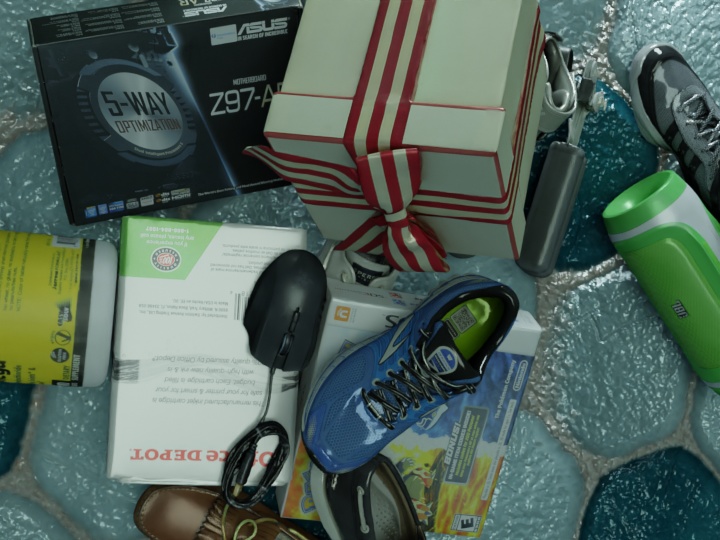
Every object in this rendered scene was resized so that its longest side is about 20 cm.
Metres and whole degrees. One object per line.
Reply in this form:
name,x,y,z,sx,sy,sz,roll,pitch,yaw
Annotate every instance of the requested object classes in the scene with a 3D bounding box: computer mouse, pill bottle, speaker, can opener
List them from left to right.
pill bottle,-0.286,0.025,0.813,0.198,0.112,0.114,5,90,-14
computer mouse,-0.066,0.082,0.823,0.058,0.034,0.202,13,87,-19
can opener,0.170,-0.095,0.964,0.066,0.053,0.202,12,86,20
speaker,0.300,0.013,0.974,0.088,0.088,0.201,-37,99,-11

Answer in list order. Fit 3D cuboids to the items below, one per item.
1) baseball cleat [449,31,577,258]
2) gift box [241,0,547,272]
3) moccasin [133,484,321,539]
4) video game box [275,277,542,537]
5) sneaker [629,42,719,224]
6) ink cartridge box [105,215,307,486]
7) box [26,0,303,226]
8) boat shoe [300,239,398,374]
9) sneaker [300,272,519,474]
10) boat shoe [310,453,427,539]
baseball cleat,0.121,-0.106,0.914,0.069,0.106,0.202,12,90,-33
gift box,0.030,-0.108,0.804,0.198,0.185,0.188,4,66,21
moccasin,-0.090,0.231,0.884,0.201,0.078,0.074,34,85,-12
video game box,0.037,0.118,0.901,0.180,0.047,0.202,9,108,-12
sneaker,0.316,-0.115,0.960,0.075,0.114,0.201,-29,98,-12
ink cartridge box,-0.124,0.063,0.868,0.144,0.084,0.202,4,89,-14
box,-0.140,-0.127,0.837,0.198,0.044,0.161,-12,132,-14
boat shoe,0.000,0.000,0.908,0.072,0.066,0.201,27,85,-13
sneaker,0.038,0.070,0.797,0.200,0.089,0.079,-43,95,-14
boat shoe,0.025,0.224,0.871,0.074,0.060,0.201,-40,118,-43
